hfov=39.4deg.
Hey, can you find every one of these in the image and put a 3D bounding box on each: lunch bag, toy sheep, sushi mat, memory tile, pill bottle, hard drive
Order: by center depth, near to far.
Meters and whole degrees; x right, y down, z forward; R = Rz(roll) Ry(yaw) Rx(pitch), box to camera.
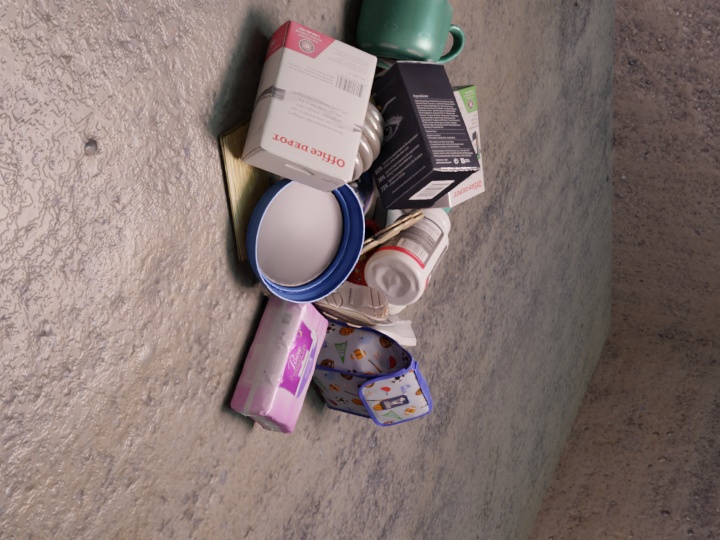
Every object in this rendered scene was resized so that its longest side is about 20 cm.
[{"bbox_3d":[-0.163,-0.121,1.464,0.096,0.012,0.200,-47,139,-49],"label":"sushi mat"},{"bbox_3d":[-0.031,-0.208,1.583,0.200,0.138,0.138,-61,150,-24],"label":"toy sheep"},{"bbox_3d":[0.008,-0.039,1.672,0.017,0.200,0.153,60,26,1],"label":"memory tile"},{"bbox_3d":[0.018,0.184,1.748,0.124,0.200,0.170,-66,153,-28],"label":"lunch bag"},{"bbox_3d":[0.092,-0.036,1.788,0.200,0.111,0.111,-56,146,-48],"label":"pill bottle"},{"bbox_3d":[0.077,-0.075,1.983,0.200,0.027,0.132,-5,103,-64],"label":"hard drive"}]

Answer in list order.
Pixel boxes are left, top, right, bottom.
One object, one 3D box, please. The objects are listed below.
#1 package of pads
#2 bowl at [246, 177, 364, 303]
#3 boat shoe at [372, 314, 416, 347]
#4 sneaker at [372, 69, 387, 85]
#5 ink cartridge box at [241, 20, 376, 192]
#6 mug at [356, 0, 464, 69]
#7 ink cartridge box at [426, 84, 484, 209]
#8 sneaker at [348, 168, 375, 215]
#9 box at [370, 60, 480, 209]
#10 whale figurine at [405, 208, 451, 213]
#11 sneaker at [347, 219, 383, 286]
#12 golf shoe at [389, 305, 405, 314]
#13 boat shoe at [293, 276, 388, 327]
[{"bbox_3d":[-0.125,0.146,1.573,0.121,0.076,0.200,52,53,-62],"label":"package of pads"},{"bbox_3d":[-0.083,-0.051,1.510,0.201,0.039,0.201,-14,114,-35],"label":"bowl"},{"bbox_3d":[0.056,0.114,1.970,0.200,0.072,0.069,12,67,-59],"label":"boat shoe"},{"bbox_3d":[0.081,-0.358,1.791,0.200,0.074,0.089,-43,164,-54],"label":"sneaker"},{"bbox_3d":[-0.074,-0.230,1.430,0.146,0.083,0.200,19,73,-24],"label":"ink cartridge box"},{"bbox_3d":[0.085,-0.396,1.689,0.152,0.185,0.114,85,18,-87],"label":"mug"},{"bbox_3d":[0.150,-0.221,1.799,0.146,0.084,0.200,-28,115,-53],"label":"ink cartridge box"},{"bbox_3d":[-0.044,-0.121,1.633,0.200,0.081,0.146,-67,159,-12],"label":"sneaker"},{"bbox_3d":[0.087,-0.219,1.640,0.104,0.148,0.200,-5,71,-36],"label":"box"},{"bbox_3d":[0.139,-0.192,1.961,0.159,0.104,0.200,46,44,-46],"label":"whale figurine"},{"bbox_3d":[0.000,0.000,1.806,0.085,0.077,0.200,49,45,-53],"label":"sneaker"},{"bbox_3d":[0.093,-0.009,1.920,0.200,0.075,0.092,-58,156,-4],"label":"golf shoe"},{"bbox_3d":[-0.052,0.047,1.618,0.073,0.200,0.075,-42,-152,47],"label":"boat shoe"}]
